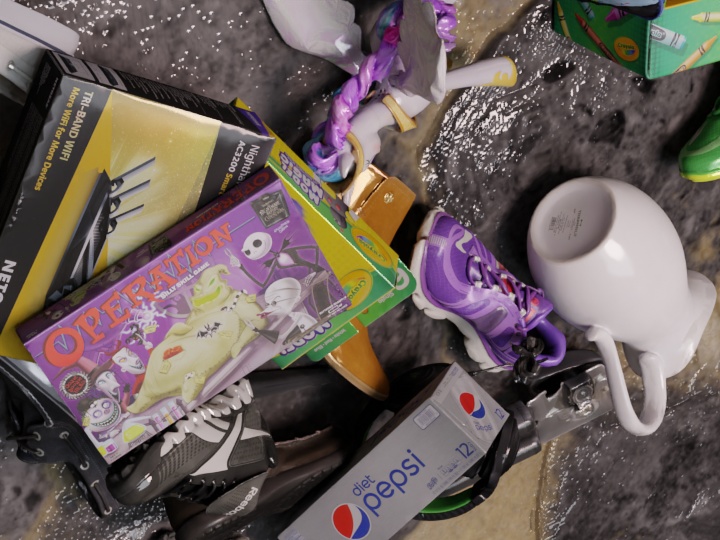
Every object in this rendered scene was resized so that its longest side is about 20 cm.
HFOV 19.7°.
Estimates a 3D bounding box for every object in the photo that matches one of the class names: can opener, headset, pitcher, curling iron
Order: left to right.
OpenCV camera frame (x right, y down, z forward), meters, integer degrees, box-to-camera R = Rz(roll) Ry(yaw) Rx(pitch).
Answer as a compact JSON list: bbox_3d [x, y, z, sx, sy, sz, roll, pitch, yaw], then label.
[{"bbox_3d":[-0.099,0.083,1.601,0.200,0.026,0.050,4,114,-38],"label":"curling iron"},{"bbox_3d":[0.078,0.127,1.674,0.123,0.094,0.200,38,113,-11],"label":"headset"},{"bbox_3d":[0.126,0.130,1.783,0.200,0.067,0.053,-25,127,-8],"label":"can opener"},{"bbox_3d":[0.215,0.028,1.724,0.200,0.121,0.172,43,50,-46],"label":"pitcher"}]

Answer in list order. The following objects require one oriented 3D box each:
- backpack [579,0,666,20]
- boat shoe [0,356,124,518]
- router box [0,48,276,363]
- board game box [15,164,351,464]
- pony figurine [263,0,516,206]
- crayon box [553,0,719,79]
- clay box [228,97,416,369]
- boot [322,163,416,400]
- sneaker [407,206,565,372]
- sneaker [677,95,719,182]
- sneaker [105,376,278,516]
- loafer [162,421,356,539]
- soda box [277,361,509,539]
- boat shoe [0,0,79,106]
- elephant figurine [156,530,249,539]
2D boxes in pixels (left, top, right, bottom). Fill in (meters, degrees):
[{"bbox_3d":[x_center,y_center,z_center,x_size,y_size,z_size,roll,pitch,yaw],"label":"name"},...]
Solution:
[{"bbox_3d":[0.162,-0.277,1.488,0.135,0.200,0.183,-46,131,-8],"label":"backpack"},{"bbox_3d":[-0.221,0.116,1.507,0.066,0.070,0.200,-46,139,-10],"label":"boat shoe"},{"bbox_3d":[-0.167,-0.029,1.382,0.157,0.052,0.200,14,109,-28],"label":"router box"},{"bbox_3d":[-0.115,0.031,1.389,0.200,0.032,0.120,-34,121,-5],"label":"board game box"},{"bbox_3d":[0.027,-0.159,1.502,0.200,0.166,0.193,-41,140,-33],"label":"pony figurine"},{"bbox_3d":[0.267,-0.216,1.652,0.200,0.119,0.058,-17,122,-29],"label":"crayon box"},{"bbox_3d":[-0.062,-0.015,1.489,0.115,0.048,0.200,-37,112,24],"label":"clay box"},{"bbox_3d":[-0.001,-0.001,1.601,0.144,0.071,0.201,-49,128,-4],"label":"boot"},{"bbox_3d":[0.107,0.015,1.669,0.200,0.083,0.081,43,59,-46],"label":"sneaker"},{"bbox_3d":[0.333,-0.157,1.773,0.200,0.074,0.084,-48,114,-9],"label":"sneaker"},{"bbox_3d":[-0.109,0.140,1.485,0.066,0.091,0.200,-34,179,23],"label":"sneaker"},{"bbox_3d":[-0.079,0.151,1.612,0.200,0.071,0.073,-20,161,-52],"label":"loafer"},{"bbox_3d":[0.024,0.162,1.637,0.200,0.063,0.068,-45,-177,32],"label":"soda box"},{"bbox_3d":[-0.272,-0.144,1.320,0.202,0.074,0.086,22,84,-48],"label":"boat shoe"},{"bbox_3d":[-0.098,0.299,1.598,0.155,0.200,0.142,7,109,-38],"label":"elephant figurine"}]
